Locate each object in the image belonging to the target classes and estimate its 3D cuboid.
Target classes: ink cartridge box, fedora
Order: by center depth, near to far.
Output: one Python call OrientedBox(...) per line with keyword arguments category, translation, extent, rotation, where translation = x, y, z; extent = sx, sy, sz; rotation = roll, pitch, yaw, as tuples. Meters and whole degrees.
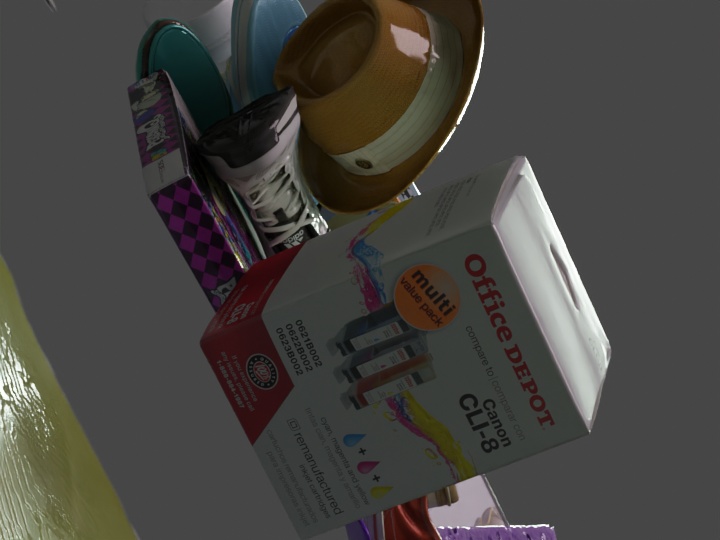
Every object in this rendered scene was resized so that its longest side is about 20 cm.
OrientedBox(category="ink cartridge box", translation=(0.034, 0.045, 1.229), extent=(0.146, 0.199, 0.145), rotation=(63, 18, -12))
OrientedBox(category="fedora", translation=(0.000, -0.138, 1.411), extent=(0.082, 0.201, 0.201), rotation=(26, 25, -32))

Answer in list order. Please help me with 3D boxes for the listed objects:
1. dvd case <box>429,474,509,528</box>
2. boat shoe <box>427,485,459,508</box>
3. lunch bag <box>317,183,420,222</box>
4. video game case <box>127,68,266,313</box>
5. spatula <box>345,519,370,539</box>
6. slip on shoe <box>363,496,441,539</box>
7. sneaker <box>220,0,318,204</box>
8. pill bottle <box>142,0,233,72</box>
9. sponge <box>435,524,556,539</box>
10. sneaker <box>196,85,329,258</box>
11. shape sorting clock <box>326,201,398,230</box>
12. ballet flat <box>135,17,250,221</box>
OrientedBox(category="dvd case", translation=(0.072, 0.229, 1.545), extent=(0.142, 0.017, 0.201), rotation=(-34, 101, -44))
OrientedBox(category="boat shoe", translation=(0.035, 0.080, 1.492), extent=(0.073, 0.062, 0.201), rotation=(77, 9, -76))
OrientedBox(category="lunch bag", translation=(-0.007, -0.005, 1.787), extent=(0.201, 0.160, 0.075), rotation=(64, 24, 7))
OrientedBox(category="video game case", translation=(-0.095, -0.019, 1.379), extent=(0.201, 0.036, 0.182), rotation=(62, 3, -30))
OrientedBox(category="spatula", translation=(-0.029, 0.138, 1.340), extent=(0.201, 0.020, 0.057), rotation=(60, -7, -31))
OrientedBox(category="slip on shoe", translation=(0.031, 0.107, 1.413), extent=(0.074, 0.061, 0.201), rotation=(72, 17, -83))
OrientedBox(category="sneaker", translation=(-0.099, -0.140, 1.536), extent=(0.130, 0.079, 0.201), rotation=(21, -46, 34))
OrientedBox(category="pill bottle", translation=(-0.099, -0.154, 1.684), extent=(0.201, 0.119, 0.120), rotation=(62, 3, -35))
OrientedBox(category="sponge", translation=(0.097, 0.248, 1.503), extent=(0.200, 0.030, 0.112), rotation=(10, 65, -54))
OrientedBox(category="sneaker", translation=(-0.052, -0.058, 1.363), extent=(0.116, 0.075, 0.201), rotation=(61, 0, -7))
OrientedBox(category="shape sorting clock", translation=(0.026, 0.040, 1.711), extent=(0.039, 0.199, 0.201), rotation=(-22, 85, -55))
OrientedBox(category="ballet flat", translation=(-0.122, -0.098, 1.482), extent=(0.070, 0.067, 0.201), rotation=(22, -35, 56))
